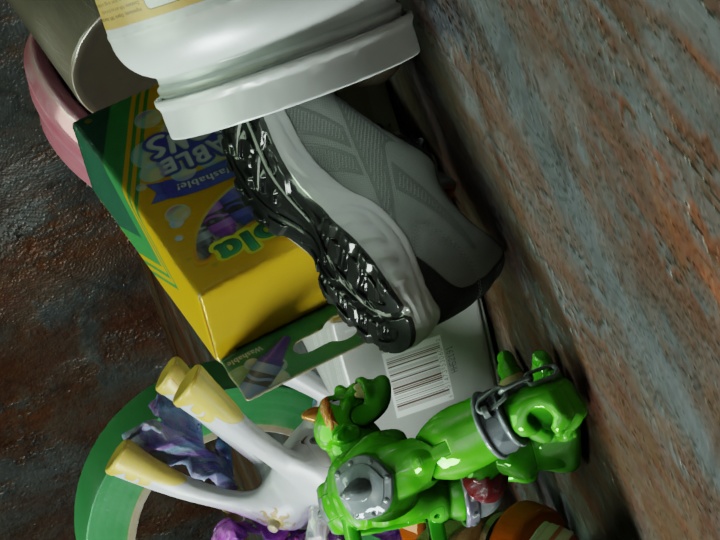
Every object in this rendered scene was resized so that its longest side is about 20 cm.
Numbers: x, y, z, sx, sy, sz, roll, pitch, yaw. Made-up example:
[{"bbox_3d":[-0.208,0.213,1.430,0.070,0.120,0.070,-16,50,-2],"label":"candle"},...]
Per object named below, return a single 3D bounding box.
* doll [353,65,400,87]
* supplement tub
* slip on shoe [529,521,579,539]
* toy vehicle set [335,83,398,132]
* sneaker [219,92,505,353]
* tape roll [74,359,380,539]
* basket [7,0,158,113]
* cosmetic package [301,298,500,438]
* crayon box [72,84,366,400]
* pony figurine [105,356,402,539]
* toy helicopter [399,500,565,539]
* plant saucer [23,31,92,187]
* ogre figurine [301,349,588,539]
[{"bbox_3d":[-0.040,-0.174,1.419,0.200,0.048,0.136,58,139,20],"label":"doll"},{"bbox_3d":[-0.062,-0.173,1.289,0.145,0.145,0.200,-154,43,-79],"label":"supplement tub"},{"bbox_3d":[0.100,0.171,1.377,0.061,0.074,0.200,34,169,12],"label":"slip on shoe"},{"bbox_3d":[-0.033,-0.156,1.568,0.200,0.026,0.124,-128,19,-66],"label":"toy vehicle set"},{"bbox_3d":[-0.007,-0.046,1.384,0.200,0.079,0.074,51,154,27],"label":"sneaker"},{"bbox_3d":[-0.076,0.155,1.774,0.048,0.200,0.201,-124,16,-64],"label":"tape roll"},{"bbox_3d":[-0.149,-0.193,1.689,0.136,0.180,0.200,96,155,-48],"label":"basket"},{"bbox_3d":[0.000,0.000,1.542,0.200,0.090,0.107,-116,9,-50],"label":"cosmetic package"},{"bbox_3d":[-0.050,-0.034,1.465,0.200,0.126,0.052,51,161,44],"label":"crayon box"},{"bbox_3d":[-0.037,0.129,1.616,0.193,0.200,0.167,-44,19,51],"label":"pony figurine"},{"bbox_3d":[0.069,0.206,1.507,0.079,0.132,0.200,17,155,39],"label":"toy helicopter"},{"bbox_3d":[-0.117,-0.088,1.740,0.051,0.200,0.201,-60,37,28],"label":"plant saucer"},{"bbox_3d":[0.040,0.091,1.368,0.200,0.120,0.098,-144,34,-75],"label":"ogre figurine"}]
